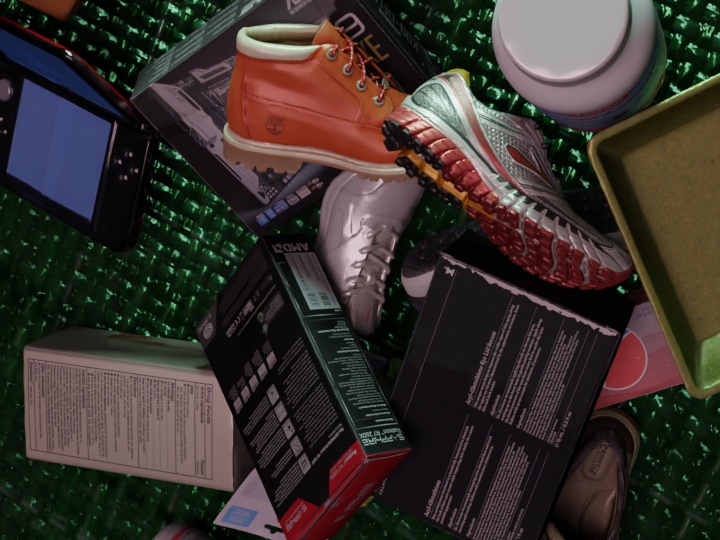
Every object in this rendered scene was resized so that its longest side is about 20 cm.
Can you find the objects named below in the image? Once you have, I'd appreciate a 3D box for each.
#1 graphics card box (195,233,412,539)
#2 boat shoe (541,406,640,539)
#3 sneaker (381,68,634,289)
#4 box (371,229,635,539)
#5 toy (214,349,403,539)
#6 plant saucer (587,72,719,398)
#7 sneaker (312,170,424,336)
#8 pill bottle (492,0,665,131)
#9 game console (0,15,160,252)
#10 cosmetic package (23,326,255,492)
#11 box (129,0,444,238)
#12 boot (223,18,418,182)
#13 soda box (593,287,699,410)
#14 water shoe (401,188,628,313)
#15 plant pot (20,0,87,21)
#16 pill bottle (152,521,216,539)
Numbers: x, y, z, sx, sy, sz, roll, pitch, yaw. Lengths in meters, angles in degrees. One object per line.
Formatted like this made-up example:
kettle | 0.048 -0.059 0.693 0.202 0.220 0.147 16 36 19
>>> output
graphics card box | -0.047 0.088 1.226 0.126 0.050 0.201 -53 55 40
boat shoe | 0.166 0.205 1.271 0.072 0.065 0.203 15 108 16
sneaker | 0.113 -0.064 1.129 0.200 0.078 0.082 41 73 2
box | 0.099 0.094 1.195 0.140 0.079 0.202 23 112 10
toy | -0.016 0.158 1.305 0.201 0.114 0.047 -54 38 20
plant saucer | 0.275 -0.043 1.142 0.198 0.048 0.202 -26 99 -4
sneaker | 0.000 0.000 1.264 0.201 0.077 0.100 -57 41 30
pill bottle | 0.148 -0.157 1.103 0.107 0.200 0.110 0 90 14
game console | -0.268 -0.122 1.308 0.199 0.118 0.174 28 112 33
cosmetic package | -0.177 0.113 1.371 0.197 0.087 0.105 8 104 20
box | -0.052 -0.138 1.251 0.199 0.050 0.158 -31 118 24
boot | -0.001 -0.126 1.182 0.197 0.075 0.109 4 116 -1
soda box | 0.168 0.068 1.240 0.198 0.063 0.071 -20 96 25
water shoe | 0.131 -0.004 1.247 0.198 0.072 0.079 -12 125 22
plant pot | -0.241 -0.289 1.258 0.140 0.201 0.200 39 114 -9
pill bottle | -0.098 0.304 1.373 0.198 0.109 0.110 26 110 14
